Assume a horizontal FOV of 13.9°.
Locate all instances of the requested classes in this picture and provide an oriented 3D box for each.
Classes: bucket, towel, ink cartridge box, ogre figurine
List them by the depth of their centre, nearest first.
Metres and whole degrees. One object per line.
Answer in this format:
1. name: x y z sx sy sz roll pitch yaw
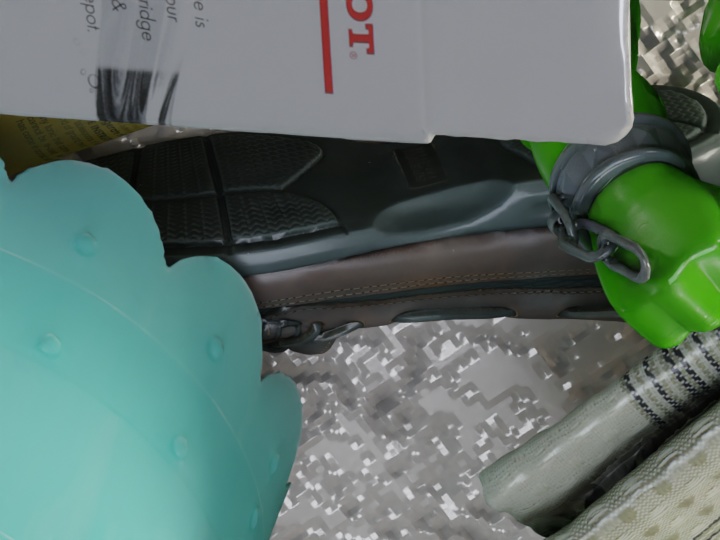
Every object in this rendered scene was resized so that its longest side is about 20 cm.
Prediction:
1. ink cartridge box: -0.032 -0.095 0.633 0.199 0.068 0.117 5 114 18
2. ogre figurine: 0.090 -0.085 0.677 0.098 0.120 0.201 13 97 -39
3. bucket: -0.124 0.072 0.717 0.206 0.135 0.208 8 138 7
4. towel: 0.128 0.039 0.722 0.200 0.035 0.192 -41 149 16

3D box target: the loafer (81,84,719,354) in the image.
1. loafer: 0.000 0.000 0.762 0.198 0.072 0.063 -8 117 2

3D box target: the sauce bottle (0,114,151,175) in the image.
1. sauce bottle: -0.060 -0.066 0.739 0.199 0.066 0.066 -17 110 5
